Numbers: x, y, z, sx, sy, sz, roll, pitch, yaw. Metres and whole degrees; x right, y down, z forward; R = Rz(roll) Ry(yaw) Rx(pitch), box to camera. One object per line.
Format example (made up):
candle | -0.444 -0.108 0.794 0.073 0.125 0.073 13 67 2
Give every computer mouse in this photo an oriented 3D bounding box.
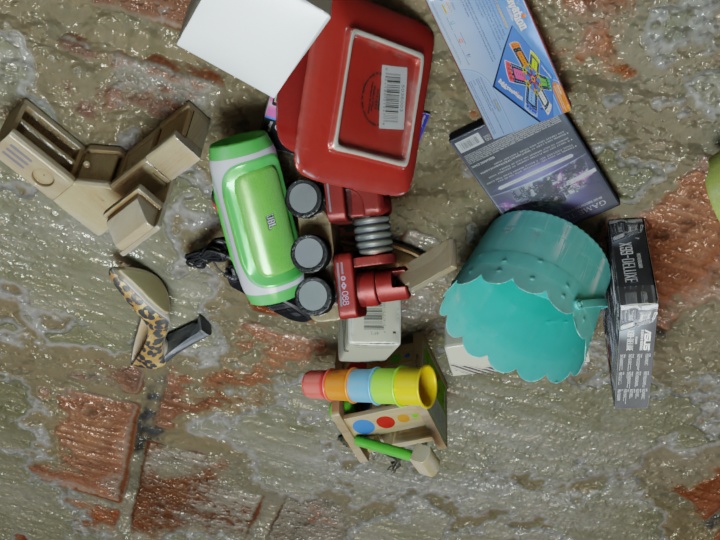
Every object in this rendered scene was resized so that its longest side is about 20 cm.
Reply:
computer mouse | -0.134 0.005 1.476 0.199 0.046 0.140 29 161 -17

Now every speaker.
speaker | -0.125 -0.064 1.325 0.087 0.089 0.202 -9 107 14

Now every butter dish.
butter dish | -0.029 -0.196 1.221 0.147 0.203 0.198 10 -178 42

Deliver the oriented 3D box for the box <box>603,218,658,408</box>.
box | 0.354 0.058 1.432 0.049 0.159 0.201 -2 133 7

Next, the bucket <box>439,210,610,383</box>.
bucket | 0.218 0.032 1.393 0.205 0.135 0.208 23 148 16

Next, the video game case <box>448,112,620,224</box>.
video game case | 0.221 -0.126 1.365 0.142 0.019 0.200 -23 128 25

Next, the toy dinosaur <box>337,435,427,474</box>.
toy dinosaur | 0.060 0.273 1.741 0.198 0.048 0.089 -22 121 19

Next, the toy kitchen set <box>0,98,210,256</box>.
toy kitchen set | -0.319 -0.134 1.306 0.199 0.164 0.180 -31 124 29

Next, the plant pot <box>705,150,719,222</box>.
plant pot | 0.512 -0.114 1.252 0.200 0.202 0.184 34 139 -25

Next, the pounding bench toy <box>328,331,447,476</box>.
pounding bench toy | 0.035 0.217 1.581 0.154 0.201 0.125 -14 131 17

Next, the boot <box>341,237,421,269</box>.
boot | 0.000 0.000 1.466 0.198 0.076 0.074 11 132 -7

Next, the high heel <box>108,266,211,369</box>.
high heel | -0.329 0.075 1.564 0.142 0.072 0.200 -28 134 20

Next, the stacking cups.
stacking cups | 0.006 0.162 1.512 0.198 0.061 0.061 -3 135 29

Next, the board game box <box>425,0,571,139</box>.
board game box | 0.159 -0.251 1.240 0.102 0.020 0.201 -18 124 22

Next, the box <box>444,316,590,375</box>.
box | 0.220 0.089 1.527 0.198 0.083 0.069 -7 134 13

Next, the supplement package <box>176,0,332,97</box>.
supplement package | -0.098 -0.298 1.105 0.116 0.201 0.117 27 130 -19

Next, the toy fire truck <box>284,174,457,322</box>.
toy fire truck | 0.019 -0.036 1.278 0.198 0.129 0.178 -6 88 11

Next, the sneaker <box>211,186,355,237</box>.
sneaker | -0.095 -0.066 1.415 0.198 0.071 0.099 6 133 2

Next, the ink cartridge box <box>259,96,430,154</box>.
ink cartridge box | -0.022 -0.174 1.332 0.198 0.037 0.095 13 133 -10

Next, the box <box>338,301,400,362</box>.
box | 0.010 0.073 1.452 0.067 0.083 0.200 1 168 -5
